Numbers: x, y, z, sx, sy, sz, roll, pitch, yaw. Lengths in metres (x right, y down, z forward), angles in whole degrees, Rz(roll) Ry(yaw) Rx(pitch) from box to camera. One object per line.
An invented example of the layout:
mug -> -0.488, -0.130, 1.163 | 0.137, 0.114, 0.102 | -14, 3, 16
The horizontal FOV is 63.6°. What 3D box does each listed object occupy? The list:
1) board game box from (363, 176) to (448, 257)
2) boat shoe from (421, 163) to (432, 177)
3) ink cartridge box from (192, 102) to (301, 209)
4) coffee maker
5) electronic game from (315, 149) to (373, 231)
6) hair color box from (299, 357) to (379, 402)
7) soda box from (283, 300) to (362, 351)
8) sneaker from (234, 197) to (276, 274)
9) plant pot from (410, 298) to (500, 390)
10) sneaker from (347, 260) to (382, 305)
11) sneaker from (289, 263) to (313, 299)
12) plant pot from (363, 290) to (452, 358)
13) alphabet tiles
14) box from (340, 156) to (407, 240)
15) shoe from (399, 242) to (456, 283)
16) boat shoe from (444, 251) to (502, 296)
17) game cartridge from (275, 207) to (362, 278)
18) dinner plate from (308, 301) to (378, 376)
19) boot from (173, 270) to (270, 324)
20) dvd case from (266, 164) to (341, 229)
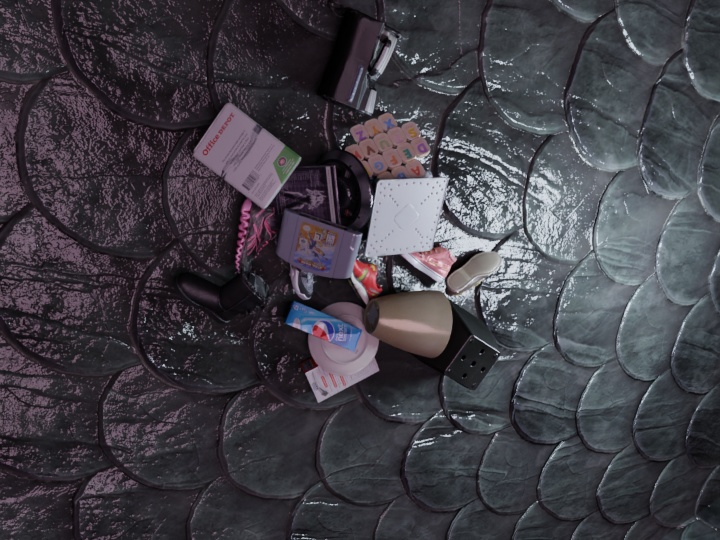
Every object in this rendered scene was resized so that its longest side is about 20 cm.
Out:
board game box -> 0.108, -0.135, 1.424 | 0.198, 0.026, 0.202 | -6, 123, -26
boat shoe -> 0.095, -0.207, 1.520 | 0.199, 0.069, 0.057 | -37, 83, 4
ink cartridge box -> -0.254, -0.258, 1.314 | 0.199, 0.083, 0.147 | 38, 95, -9
coffee maker -> -0.028, -0.481, 1.337 | 0.190, 0.135, 0.202 | 22, 101, -3
electronic game -> -0.045, -0.189, 1.400 | 0.041, 0.199, 0.203 | -22, 121, -44
hair color box -> -0.058, 0.273, 1.643 | 0.198, 0.064, 0.112 | -26, 117, -12
soda box -> -0.100, 0.147, 1.535 | 0.198, 0.068, 0.065 | 23, 83, -9
sneaker -> -0.254, -0.075, 1.415 | 0.094, 0.079, 0.202 | 8, 109, -13
plant pot -> 0.285, 0.230, 1.696 | 0.199, 0.177, 0.201 | 32, 98, -28
sneaker -> 0.000, 0.000, 1.560 | 0.085, 0.077, 0.201 | -36, 129, -10
sneaker -> -0.119, -0.019, 1.473 | 0.112, 0.076, 0.203 | -1, 111, 17
plant pot -> 0.116, 0.134, 1.584 | 0.198, 0.187, 0.190 | 9, 107, -25
alphabet tiles -> 0.065, -0.293, 1.421 | 0.198, 0.015, 0.197 | -24, 73, -11
box -> 0.017, -0.181, 1.464 | 0.157, 0.046, 0.202 | 19, 105, 4
shoe -> 0.181, -0.046, 1.611 | 0.199, 0.071, 0.092 | 32, 96, -34
boat shoe -> 0.326, 0.010, 1.691 | 0.199, 0.072, 0.060 | -31, 160, -21
game cartridge -> -0.104, -0.058, 1.401 | 0.198, 0.042, 0.135 | 18, 108, 7
dinner plate -> -0.044, 0.187, 1.590 | 0.197, 0.024, 0.203 | 0, 87, -10
boot -> -0.329, 0.046, 1.407 | 0.161, 0.074, 0.198 | -26, 129, 25
dvd case -> -0.148, -0.174, 1.397 | 0.197, 0.016, 0.151 | 0, 111, 15
